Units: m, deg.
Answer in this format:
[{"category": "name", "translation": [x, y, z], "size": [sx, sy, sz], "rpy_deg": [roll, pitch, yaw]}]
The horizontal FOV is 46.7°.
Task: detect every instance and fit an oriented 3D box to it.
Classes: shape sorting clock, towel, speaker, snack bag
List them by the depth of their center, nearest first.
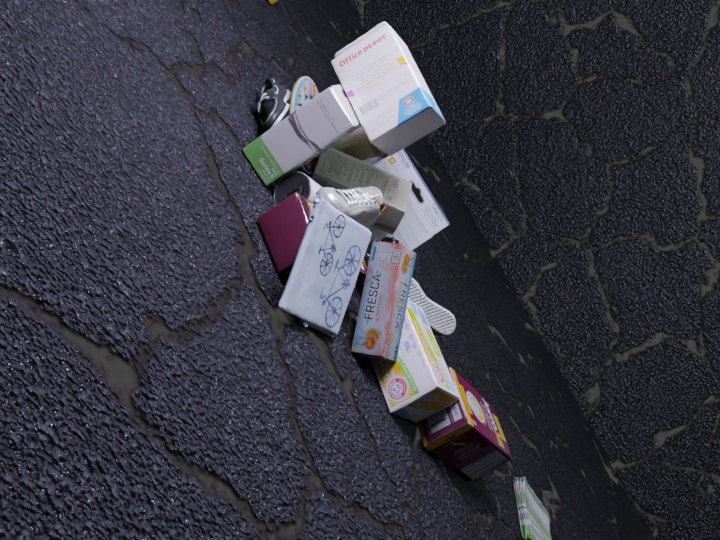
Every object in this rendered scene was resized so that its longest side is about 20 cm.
[{"category": "snack bag", "translation": [-0.056, -0.001, 1.314], "size": [0.200, 0.021, 0.190], "rpy_deg": [30, 77, -61]}, {"category": "speaker", "translation": [-0.077, -0.111, 1.558], "size": [0.200, 0.081, 0.082], "rpy_deg": [32, 31, -57]}, {"category": "shape sorting clock", "translation": [-0.108, -0.303, 1.745], "size": [0.200, 0.039, 0.202], "rpy_deg": [5, 90, -74]}, {"category": "towel", "translation": [0.396, 0.571, 1.857], "size": [0.150, 0.031, 0.200], "rpy_deg": [53, 17, -18]}]

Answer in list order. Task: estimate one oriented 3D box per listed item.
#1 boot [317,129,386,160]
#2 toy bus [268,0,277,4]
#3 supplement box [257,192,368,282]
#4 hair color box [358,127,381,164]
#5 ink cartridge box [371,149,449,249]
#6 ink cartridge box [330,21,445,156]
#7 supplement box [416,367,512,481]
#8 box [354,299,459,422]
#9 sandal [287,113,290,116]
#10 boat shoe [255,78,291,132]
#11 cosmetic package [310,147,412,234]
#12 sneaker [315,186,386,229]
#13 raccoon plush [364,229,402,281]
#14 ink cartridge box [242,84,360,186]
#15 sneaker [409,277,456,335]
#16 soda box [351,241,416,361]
[{"category": "boot", "translation": [-0.002, -0.258, 1.791], "size": [0.200, 0.154, 0.073], "rpy_deg": [16, 60, -77]}, {"category": "toy bus", "translation": [-0.277, -0.819, 2.240], "size": [0.200, 0.065, 0.079], "rpy_deg": [47, 18, -34]}, {"category": "supplement box", "translation": [-0.077, -0.039, 1.421], "size": [0.200, 0.085, 0.111], "rpy_deg": [28, 35, -62]}, {"category": "hair color box", "translation": [-0.006, -0.313, 2.090], "size": [0.061, 0.100, 0.201], "rpy_deg": [52, 18, -25]}, {"category": "ink cartridge box", "translation": [0.055, -0.124, 1.765], "size": [0.197, 0.199, 0.043], "rpy_deg": [58, -3, -6]}, {"category": "ink cartridge box", "translation": [0.048, -0.337, 1.529], "size": [0.201, 0.128, 0.125], "rpy_deg": [66, 16, 13]}, {"category": "supplement box", "translation": [0.191, 0.297, 1.597], "size": [0.200, 0.103, 0.132], "rpy_deg": [43, 22, -46]}, {"category": "box", "translation": [0.085, 0.160, 1.523], "size": [0.112, 0.101, 0.201], "rpy_deg": [33, 30, -57]}, {"category": "sandal", "translation": [-0.091, -0.284, 1.873], "size": [0.203, 0.050, 0.083], "rpy_deg": [48, 19, -34]}, {"category": "boat shoe", "translation": [-0.181, -0.327, 1.655], "size": [0.060, 0.076, 0.200], "rpy_deg": [36, 18, -18]}, {"category": "cosmetic package", "translation": [-0.003, -0.162, 1.679], "size": [0.199, 0.071, 0.106], "rpy_deg": [24, 43, -5]}, {"category": "sneaker", "translation": [-0.012, -0.128, 1.490], "size": [0.073, 0.085, 0.200], "rpy_deg": [51, 12, 18]}, {"category": "raccoon plush", "translation": [0.000, 0.000, 1.654], "size": [0.097, 0.133, 0.201], "rpy_deg": [62, 40, -50]}, {"category": "ink cartridge box", "translation": [-0.098, -0.249, 1.524], "size": [0.084, 0.199, 0.146], "rpy_deg": [57, 17, -6]}, {"category": "sneaker", "translation": [0.111, 0.077, 1.807], "size": [0.200, 0.079, 0.079], "rpy_deg": [41, -23, -15]}, {"category": "soda box", "translation": [0.042, 0.054, 1.467], "size": [0.068, 0.063, 0.202], "rpy_deg": [27, 72, -61]}]
